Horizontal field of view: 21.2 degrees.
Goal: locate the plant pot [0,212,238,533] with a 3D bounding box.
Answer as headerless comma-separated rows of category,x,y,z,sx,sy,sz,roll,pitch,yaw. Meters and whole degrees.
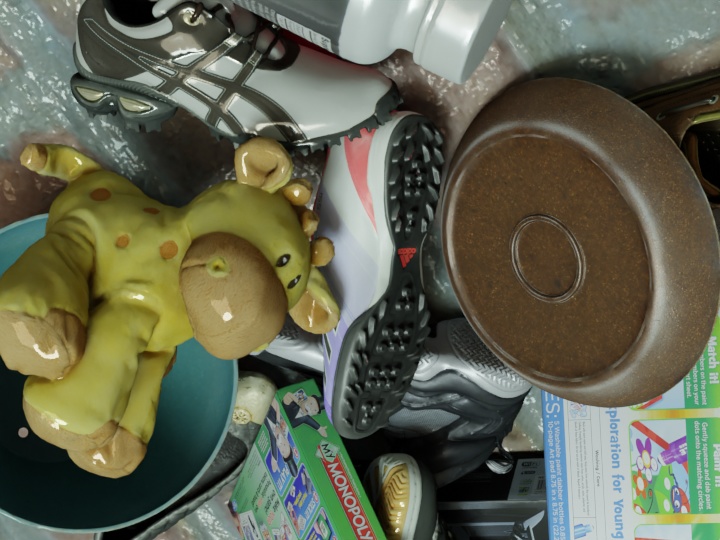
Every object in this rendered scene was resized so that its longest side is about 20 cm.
plant pot,-0.193,0.072,1.247,0.200,0.200,0.135,37,161,-9

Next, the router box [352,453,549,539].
router box,0.082,0.203,1.313,0.200,0.052,0.157,-3,122,18

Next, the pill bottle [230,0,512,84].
pill bottle,-0.016,-0.180,1.043,0.200,0.111,0.111,27,126,8

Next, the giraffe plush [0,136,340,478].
giraffe plush,-0.100,0.007,1.105,0.162,0.200,0.173,-6,152,15

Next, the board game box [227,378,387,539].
board game box,-0.035,0.172,1.249,0.135,0.029,0.200,64,157,20

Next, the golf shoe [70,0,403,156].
golf shoe,-0.075,-0.125,1.110,0.200,0.078,0.095,7,123,10

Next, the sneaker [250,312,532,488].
sneaker,0.011,0.082,1.241,0.200,0.076,0.114,10,122,7

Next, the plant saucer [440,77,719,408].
plant saucer,0.117,-0.011,1.118,0.200,0.034,0.200,18,118,38

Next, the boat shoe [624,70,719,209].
boat shoe,0.188,-0.069,1.094,0.200,0.068,0.072,-30,110,31

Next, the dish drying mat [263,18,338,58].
dish drying mat,-0.024,-0.159,1.130,0.200,0.018,0.077,-16,115,25

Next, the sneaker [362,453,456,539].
sneaker,0.046,0.189,1.244,0.088,0.076,0.200,-4,133,-6

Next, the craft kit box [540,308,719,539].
craft kit box,0.211,0.116,1.166,0.197,0.049,0.200,-3,89,21

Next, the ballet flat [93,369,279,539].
ballet flat,-0.117,0.138,1.328,0.066,0.057,0.200,37,125,-10

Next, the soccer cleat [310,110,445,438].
soccer cleat,0.000,0.000,1.164,0.073,0.068,0.200,14,101,41
